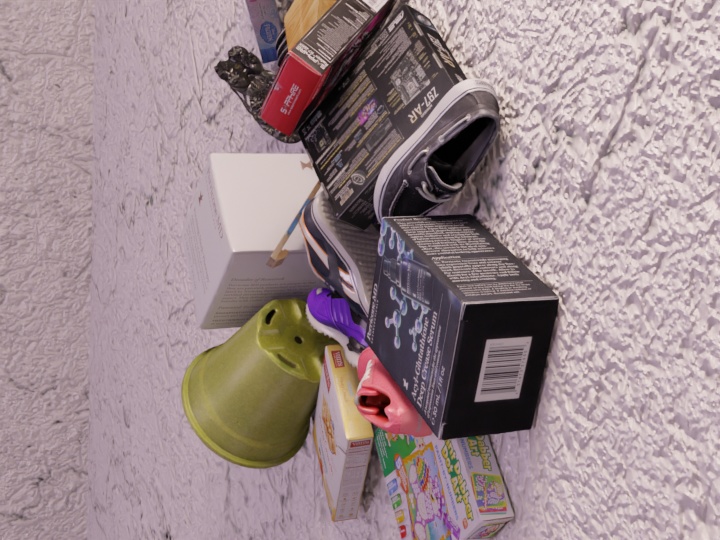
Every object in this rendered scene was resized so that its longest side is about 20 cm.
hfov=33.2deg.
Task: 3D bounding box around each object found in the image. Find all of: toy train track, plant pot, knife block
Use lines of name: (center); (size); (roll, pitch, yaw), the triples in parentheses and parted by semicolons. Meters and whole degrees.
toy train track: (-0.060, -0.078, 1.551); (0.201, 0.032, 0.115); (-59, 4, -32)
plant pot: (-0.120, 0.141, 1.660); (0.184, 0.199, 0.201); (-50, 46, 42)
knife block: (-0.061, -0.329, 1.598); (0.176, 0.064, 0.201); (-129, 42, -54)

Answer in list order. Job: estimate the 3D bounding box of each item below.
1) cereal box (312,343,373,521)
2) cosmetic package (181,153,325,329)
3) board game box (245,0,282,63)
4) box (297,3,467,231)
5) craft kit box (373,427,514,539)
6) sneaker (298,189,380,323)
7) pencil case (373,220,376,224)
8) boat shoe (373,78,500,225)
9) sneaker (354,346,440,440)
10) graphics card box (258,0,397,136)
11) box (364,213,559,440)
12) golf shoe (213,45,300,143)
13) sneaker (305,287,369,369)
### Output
cereal box: (-0.025, 0.210, 1.551); (0.201, 0.039, 0.144); (98, 162, -48)
cosmetic package: (-0.141, -0.040, 1.688); (0.200, 0.165, 0.168); (121, 141, -51)
board game box: (-0.158, -0.441, 1.751); (0.199, 0.043, 0.201); (76, 179, -64)
box: (0.025, -0.169, 1.327); (0.200, 0.043, 0.161); (-48, 44, 23)
craft kit box: (0.086, 0.223, 1.333); (0.198, 0.048, 0.201); (121, 141, -48)
sneaker: (0.000, 0.000, 1.406); (0.201, 0.078, 0.079); (59, 147, 0)
pencil case: (-0.007, -0.074, 1.474); (0.200, 0.078, 0.087); (116, 168, -49)
boat shoe: (0.079, -0.102, 1.239); (0.200, 0.071, 0.068); (-50, 33, 33)
sneaker: (0.027, 0.124, 1.301); (0.200, 0.086, 0.074); (-149, 61, -63)
graphics card box: (-0.031, -0.258, 1.396); (0.200, 0.051, 0.126); (-54, 0, -35)
box: (0.095, 0.050, 1.209); (0.200, 0.106, 0.149); (-130, 42, -56)
golf shoe: (-0.131, -0.250, 1.782); (0.200, 0.078, 0.095); (52, -178, 29)
sneaker: (-0.003, 0.045, 1.505); (0.200, 0.069, 0.100); (39, 121, 56)
